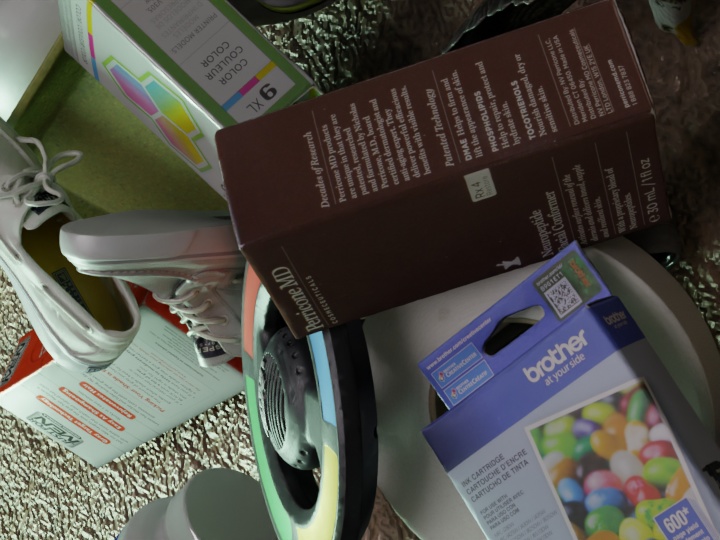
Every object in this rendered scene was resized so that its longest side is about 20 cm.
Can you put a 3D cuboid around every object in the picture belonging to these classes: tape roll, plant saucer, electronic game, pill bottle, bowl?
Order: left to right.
[{"bbox_3d":[-0.188,-0.163,1.137,0.090,0.201,0.201,44,124,7],"label":"bowl"},{"bbox_3d":[-0.131,-0.074,1.085,0.200,0.199,0.048,-49,19,34],"label":"plant saucer"},{"bbox_3d":[-0.129,0.223,1.105,0.200,0.112,0.112,-52,55,33],"label":"pill bottle"},{"bbox_3d":[-0.035,0.070,0.910,0.200,0.041,0.202,173,90,-73],"label":"electronic game"},{"bbox_3d":[0.090,0.070,0.862,0.201,0.037,0.204,8,109,23],"label":"tape roll"}]

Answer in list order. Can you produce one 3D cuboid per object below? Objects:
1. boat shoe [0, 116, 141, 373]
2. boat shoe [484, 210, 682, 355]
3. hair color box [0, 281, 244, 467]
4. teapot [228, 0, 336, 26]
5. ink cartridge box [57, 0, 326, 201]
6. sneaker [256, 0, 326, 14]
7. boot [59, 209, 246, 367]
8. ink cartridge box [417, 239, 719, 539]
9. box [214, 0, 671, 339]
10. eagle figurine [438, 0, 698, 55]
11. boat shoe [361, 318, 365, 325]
[{"bbox_3d":[-0.199,-0.035,1.004,0.203,0.074,0.086,58,141,2],"label":"boat shoe"},{"bbox_3d":[0.097,0.028,0.896,0.200,0.067,0.057,-50,52,31],"label":"boat shoe"},{"bbox_3d":[-0.158,0.061,1.135,0.200,0.101,0.062,-29,33,42],"label":"hair color box"},{"bbox_3d":[-0.066,-0.260,0.998,0.147,0.199,0.198,-114,34,-40],"label":"teapot"},{"bbox_3d":[-0.081,-0.099,0.924,0.200,0.059,0.104,43,164,7],"label":"ink cartridge box"},{"bbox_3d":[0.011,-0.205,0.880,0.200,0.083,0.072,-39,81,11],"label":"sneaker"},{"bbox_3d":[-0.093,0.014,1.003,0.073,0.199,0.096,17,106,49],"label":"boot"},{"bbox_3d":[0.110,0.101,0.785,0.119,0.042,0.201,-40,74,32],"label":"ink cartridge box"},{"bbox_3d":[0.042,-0.046,0.784,0.199,0.100,0.075,-17,59,7],"label":"box"},{"bbox_3d":[0.126,-0.165,0.824,0.199,0.151,0.152,15,122,41],"label":"eagle figurine"},{"bbox_3d":[0.000,0.000,1.000,0.060,0.074,0.202,4,85,51],"label":"boat shoe"}]
